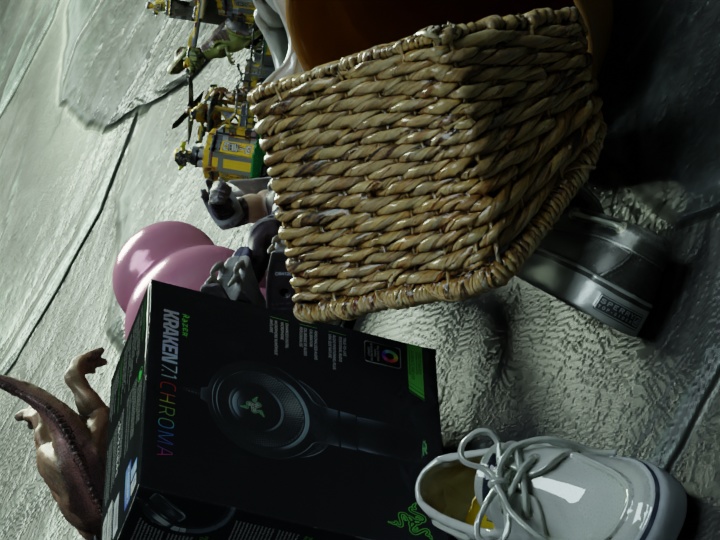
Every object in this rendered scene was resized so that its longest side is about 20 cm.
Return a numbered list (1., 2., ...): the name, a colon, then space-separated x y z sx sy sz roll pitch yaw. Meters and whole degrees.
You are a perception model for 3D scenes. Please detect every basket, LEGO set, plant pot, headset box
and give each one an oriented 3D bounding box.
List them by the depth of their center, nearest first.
1. basket: 0.051 -0.059 1.431 0.199 0.142 0.150 -14 89 51
2. headset box: -0.045 0.116 1.454 0.175 0.198 0.093 -91 21 -49
3. plant pot: 0.074 -0.199 1.566 0.200 0.200 0.184 -39 18 42
4. LEGO set: -0.117 -0.165 1.876 0.154 0.115 0.202 -65 -18 -61

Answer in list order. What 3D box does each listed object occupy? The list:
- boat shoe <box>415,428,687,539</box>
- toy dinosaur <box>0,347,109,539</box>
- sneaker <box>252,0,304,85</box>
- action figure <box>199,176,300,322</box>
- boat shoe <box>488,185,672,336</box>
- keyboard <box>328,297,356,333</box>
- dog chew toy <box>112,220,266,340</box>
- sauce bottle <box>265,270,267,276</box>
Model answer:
1. boat shoe: 0.087 0.118 1.312 0.202 0.086 0.075 0 65 64
2. toy dinosaur: -0.171 0.140 1.587 0.085 0.201 0.136 -23 34 9
3. sneaker: -0.031 -0.190 1.644 0.075 0.088 0.202 132 147 -60
4. action figure: -0.044 -0.028 1.585 0.129 0.070 0.200 -10 28 18
5. boat shoe: 0.116 -0.019 1.428 0.064 0.070 0.200 -62 32 1
6. keyboard: 0.000 0.000 1.599 0.126 0.021 0.200 -18 22 20
7. dog chew toy: -0.102 0.041 1.672 0.125 0.124 0.200 -54 51 18
8. sauce bottle: -0.068 0.018 1.755 0.200 0.066 0.066 -52 26 19
